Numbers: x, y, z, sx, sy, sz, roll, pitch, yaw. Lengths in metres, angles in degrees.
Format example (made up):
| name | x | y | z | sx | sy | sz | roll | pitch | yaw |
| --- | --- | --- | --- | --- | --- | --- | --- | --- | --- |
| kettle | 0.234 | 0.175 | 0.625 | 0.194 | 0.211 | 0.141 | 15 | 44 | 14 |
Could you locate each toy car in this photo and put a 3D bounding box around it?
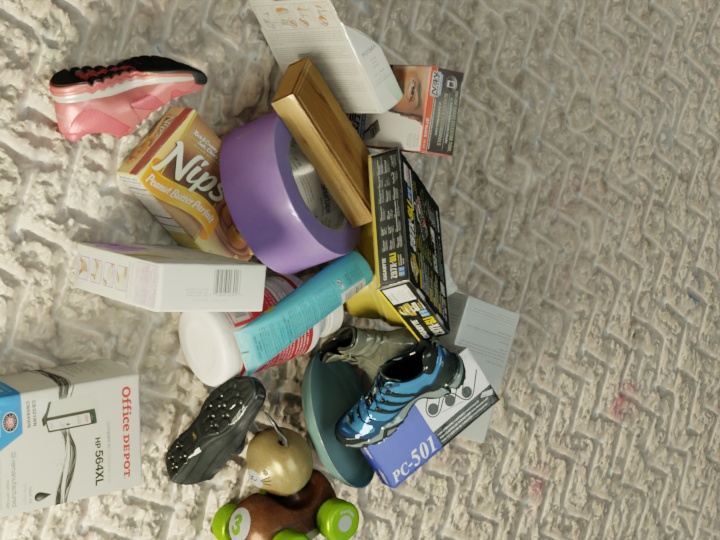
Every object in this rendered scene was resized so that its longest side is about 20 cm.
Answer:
| name | x | y | z | sx | sy | sz | roll | pitch | yaw |
| --- | --- | --- | --- | --- | --- | --- | --- | --- | --- |
| toy car | -0.118 | 0.267 | 1.690 | 0.158 | 0.164 | 0.200 | -29 | 114 | -32 |

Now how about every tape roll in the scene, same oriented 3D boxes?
| name | x | y | z | sx | sy | sz | roll | pitch | yaw |
| --- | --- | --- | --- | --- | --- | --- | --- | --- | --- |
| tape roll | -0.086 | -0.102 | 1.636 | 0.200 | 0.085 | 0.200 | 43 | 36 | -43 |

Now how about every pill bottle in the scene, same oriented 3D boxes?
| name | x | y | z | sx | sy | sz | roll | pitch | yaw |
| --- | --- | --- | --- | --- | --- | --- | --- | --- | --- |
| pill bottle | -0.125 | 0.069 | 1.680 | 0.200 | 0.112 | 0.112 | -19 | 110 | -36 |

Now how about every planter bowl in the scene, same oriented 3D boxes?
| name | x | y | z | sx | sy | sz | roll | pitch | yaw |
| --- | --- | --- | --- | --- | --- | --- | --- | --- | --- |
| planter bowl | 0.000 | 0.000 | 1.757 | 0.083 | 0.200 | 0.201 | -20 | 114 | -1 |

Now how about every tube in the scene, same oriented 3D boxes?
| name | x | y | z | sx | sy | sz | roll | pitch | yaw |
| --- | --- | --- | --- | --- | --- | --- | --- | --- | --- |
| tube | -0.072 | 0.049 | 1.618 | 0.200 | 0.050 | 0.077 | -37 | 132 | -25 |

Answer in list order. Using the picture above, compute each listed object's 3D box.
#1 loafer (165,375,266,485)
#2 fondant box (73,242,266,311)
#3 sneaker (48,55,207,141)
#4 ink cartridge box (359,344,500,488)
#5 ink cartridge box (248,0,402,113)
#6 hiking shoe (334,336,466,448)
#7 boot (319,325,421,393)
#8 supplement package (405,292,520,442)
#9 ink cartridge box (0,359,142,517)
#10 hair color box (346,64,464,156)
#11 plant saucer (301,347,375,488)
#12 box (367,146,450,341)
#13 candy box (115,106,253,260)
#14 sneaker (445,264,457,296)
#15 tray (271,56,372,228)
| name | x | y | z | sx | sy | sz | roll | pitch | yaw |
| --- | --- | --- | --- | --- | --- | --- | --- | --- | --- |
| loafer | -0.174 | 0.203 | 1.640 | 0.070 | 0.068 | 0.201 | 12 | 132 | -38 |
| fondant box | -0.226 | 0.007 | 1.527 | 0.144 | 0.200 | 0.058 | 1 | 96 | -40 |
| sneaker | -0.277 | -0.203 | 1.546 | 0.200 | 0.074 | 0.087 | -14 | 121 | -33 |
| ink cartridge box | 0.089 | 0.200 | 1.786 | 0.200 | 0.044 | 0.094 | -38 | 106 | -17 |
| ink cartridge box | -0.051 | -0.292 | 1.642 | 0.050 | 0.161 | 0.200 | -43 | 123 | -31 |
| hiking shoe | 0.037 | 0.154 | 1.690 | 0.200 | 0.074 | 0.087 | -37 | 131 | 12 |
| boot | 0.002 | 0.116 | 1.767 | 0.131 | 0.200 | 0.068 | 7 | 65 | -19 |
| supplement package | 0.132 | 0.137 | 1.901 | 0.117 | 0.117 | 0.200 | 20 | 85 | -39 |
| ink cartridge box | -0.362 | 0.194 | 1.524 | 0.200 | 0.084 | 0.146 | -8 | 103 | -38 |
| hair color box | 0.042 | -0.214 | 1.708 | 0.064 | 0.200 | 0.111 | 4 | 95 | -40 |
| plant saucer | -0.032 | 0.203 | 1.776 | 0.200 | 0.027 | 0.200 | 53 | 27 | -42 |
| box | 0.063 | -0.032 | 1.661 | 0.160 | 0.049 | 0.200 | 47 | 33 | -54 |
| candy box | -0.199 | -0.094 | 1.625 | 0.115 | 0.055 | 0.200 | -53 | 126 | -21 |
| sneaker | 0.078 | -0.004 | 1.812 | 0.078 | 0.200 | 0.099 | -29 | 101 | 3 |
| tray | -0.036 | -0.162 | 1.641 | 0.200 | 0.037 | 0.099 | 55 | 29 | -27 |
